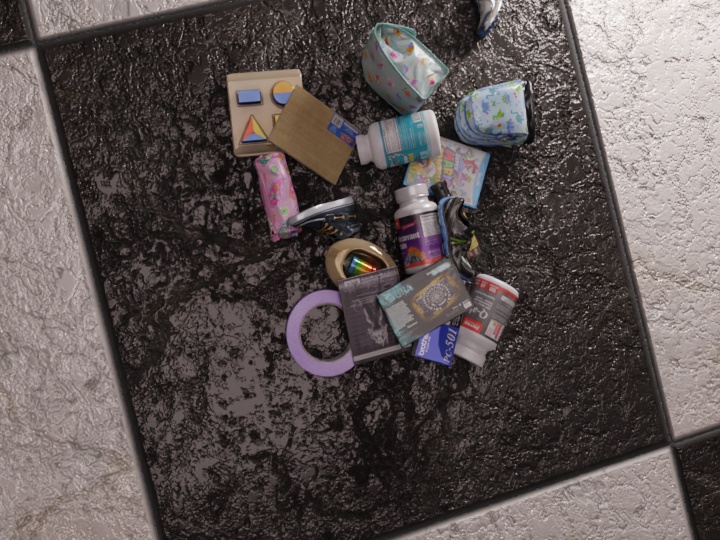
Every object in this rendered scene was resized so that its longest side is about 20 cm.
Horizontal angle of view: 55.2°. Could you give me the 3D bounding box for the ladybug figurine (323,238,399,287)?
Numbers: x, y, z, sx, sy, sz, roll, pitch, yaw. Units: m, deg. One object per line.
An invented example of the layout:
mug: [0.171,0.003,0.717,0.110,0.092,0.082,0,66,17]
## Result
ladybug figurine: [0.000,0.000,1.659,0.197,0.072,0.138,29,80,-6]

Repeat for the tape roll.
tape roll: [-0.081,0.148,1.652,0.195,0.066,0.206,0,88,-8]

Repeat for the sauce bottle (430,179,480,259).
sauce bottle: [0.230,-0.123,1.694,0.064,0.065,0.204,-26,95,-7]

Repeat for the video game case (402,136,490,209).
video game case: [0.215,-0.253,1.723,0.195,0.018,0.147,17,86,-7]

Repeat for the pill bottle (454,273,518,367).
pill bottle: [0.295,0.123,1.676,0.114,0.116,0.204,26,85,-6]

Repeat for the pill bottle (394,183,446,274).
pill bottle: [0.141,-0.100,1.663,0.109,0.111,0.205,-12,90,-7]

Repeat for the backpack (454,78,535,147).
backpack: [0.327,-0.382,1.690,0.194,0.154,0.168,-5,96,5]

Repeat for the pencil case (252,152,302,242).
pencil case: [-0.196,-0.173,1.633,0.085,0.087,0.205,-13,90,-7]

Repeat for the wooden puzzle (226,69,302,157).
wooden puzzle: [-0.223,-0.381,1.654,0.180,0.046,0.206,-6,89,-7]

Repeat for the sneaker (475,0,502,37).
sneaker: [0.315,-0.681,1.726,0.083,0.077,0.204,18,79,3]

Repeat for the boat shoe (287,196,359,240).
boat shoe: [-0.079,-0.110,1.620,0.198,0.070,0.093,-21,95,-41]

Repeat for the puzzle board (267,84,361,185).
puzzle board: [-0.109,-0.324,1.658,0.198,0.017,0.153,31,79,-23]

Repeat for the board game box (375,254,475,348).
board game box: [0.149,0.071,1.592,0.197,0.028,0.137,-29,87,1]

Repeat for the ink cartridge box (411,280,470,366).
ink cartridge box: [0.191,0.116,1.635,0.092,0.044,0.205,15,84,-8]

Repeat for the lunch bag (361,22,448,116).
lunch bag: [0.092,-0.481,1.635,0.200,0.170,0.122,43,78,-3]

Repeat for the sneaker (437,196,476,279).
sneaker: [0.238,-0.076,1.631,0.081,0.071,0.205,-11,97,22]

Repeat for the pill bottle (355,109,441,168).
pill bottle: [0.089,-0.310,1.653,0.195,0.111,0.114,-12,90,4]

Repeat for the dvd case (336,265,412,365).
dvd case: [0.035,0.106,1.621,0.145,0.016,0.205,-13,97,-11]
